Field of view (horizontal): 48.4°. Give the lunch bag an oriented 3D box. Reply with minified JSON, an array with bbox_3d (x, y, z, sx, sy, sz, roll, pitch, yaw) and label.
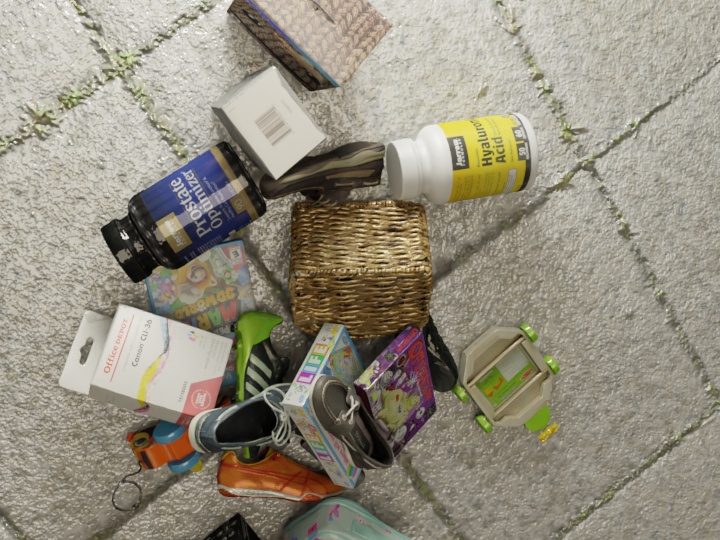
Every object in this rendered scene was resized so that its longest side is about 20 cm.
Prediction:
[{"bbox_3d":[-0.009,0.426,1.186,0.199,0.077,0.160,35,121,-18],"label":"lunch bag"}]

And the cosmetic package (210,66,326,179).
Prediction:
[{"bbox_3d":[-0.122,-0.188,1.010,0.085,0.200,0.108,-39,109,-2],"label":"cosmetic package"}]

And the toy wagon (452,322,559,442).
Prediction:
[{"bbox_3d":[0.239,0.185,1.255,0.155,0.040,0.201,-39,108,-4],"label":"toy wagon"}]

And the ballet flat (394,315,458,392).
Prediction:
[{"bbox_3d":[0.086,0.094,1.202,0.066,0.057,0.202,-25,99,7],"label":"ballet flat"}]

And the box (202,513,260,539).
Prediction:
[{"bbox_3d":[-0.174,0.494,1.164,0.148,0.124,0.201,-36,106,-4],"label":"box"}]

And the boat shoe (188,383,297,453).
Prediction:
[{"bbox_3d":[-0.126,0.191,1.045,0.198,0.061,0.076,-3,87,-43],"label":"boat shoe"}]

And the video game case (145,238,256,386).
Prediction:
[{"bbox_3d":[-0.217,0.068,1.129,0.141,0.018,0.203,-12,103,-12],"label":"video game case"}]

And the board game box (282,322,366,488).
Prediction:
[{"bbox_3d":[-0.030,0.189,1.111,0.135,0.034,0.201,-62,143,-36],"label":"board game box"}]

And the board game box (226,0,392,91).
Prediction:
[{"bbox_3d":[-0.071,-0.315,1.000,0.159,0.200,0.097,41,89,-17],"label":"board game box"}]

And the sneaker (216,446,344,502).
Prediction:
[{"bbox_3d":[-0.110,0.299,1.173,0.198,0.073,0.078,14,71,-26],"label":"sneaker"}]

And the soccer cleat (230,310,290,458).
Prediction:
[{"bbox_3d":[-0.138,0.158,1.110,0.080,0.067,0.203,0,87,-18],"label":"soccer cleat"}]

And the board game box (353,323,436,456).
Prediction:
[{"bbox_3d":[0.054,0.181,1.141,0.120,0.032,0.201,-48,145,-26],"label":"board game box"}]

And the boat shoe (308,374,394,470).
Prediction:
[{"bbox_3d":[-0.006,0.202,1.061,0.067,0.056,0.201,-66,146,-33],"label":"boat shoe"}]

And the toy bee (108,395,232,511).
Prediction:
[{"bbox_3d":[-0.275,0.230,1.110,0.198,0.108,0.133,-11,104,-40],"label":"toy bee"}]

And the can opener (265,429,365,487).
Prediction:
[{"bbox_3d":[-0.081,0.258,1.183,0.067,0.053,0.200,-43,108,10],"label":"can opener"}]

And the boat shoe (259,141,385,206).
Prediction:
[{"bbox_3d":[-0.043,-0.121,1.088,0.198,0.074,0.074,-20,112,-29],"label":"boat shoe"}]

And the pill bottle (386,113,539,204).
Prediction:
[{"bbox_3d":[0.141,-0.154,1.130,0.197,0.111,0.113,-11,103,-12],"label":"pill bottle"}]

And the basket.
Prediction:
[{"bbox_3d":[0.000,0.000,1.129,0.197,0.150,0.144,-2,134,-1],"label":"basket"}]

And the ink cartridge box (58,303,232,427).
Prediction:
[{"bbox_3d":[-0.282,0.123,1.054,0.198,0.068,0.118,19,62,-13],"label":"ink cartridge box"}]

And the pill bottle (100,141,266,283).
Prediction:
[{"bbox_3d":[-0.232,-0.072,1.050,0.199,0.112,0.113,-33,106,-7],"label":"pill bottle"}]
